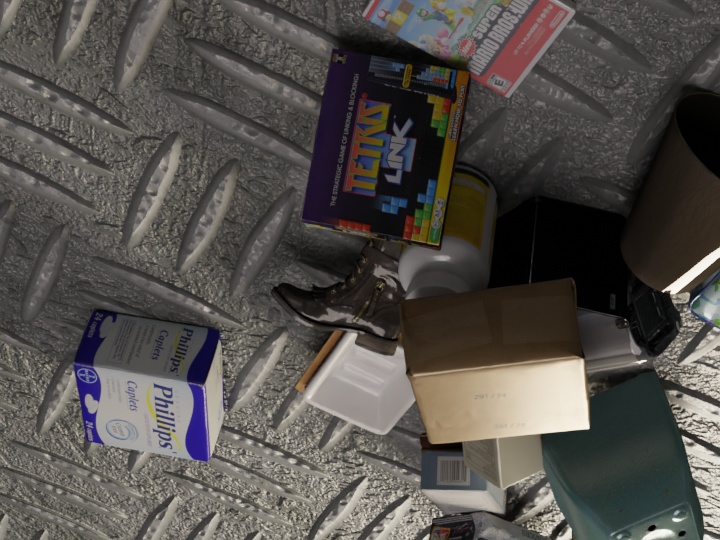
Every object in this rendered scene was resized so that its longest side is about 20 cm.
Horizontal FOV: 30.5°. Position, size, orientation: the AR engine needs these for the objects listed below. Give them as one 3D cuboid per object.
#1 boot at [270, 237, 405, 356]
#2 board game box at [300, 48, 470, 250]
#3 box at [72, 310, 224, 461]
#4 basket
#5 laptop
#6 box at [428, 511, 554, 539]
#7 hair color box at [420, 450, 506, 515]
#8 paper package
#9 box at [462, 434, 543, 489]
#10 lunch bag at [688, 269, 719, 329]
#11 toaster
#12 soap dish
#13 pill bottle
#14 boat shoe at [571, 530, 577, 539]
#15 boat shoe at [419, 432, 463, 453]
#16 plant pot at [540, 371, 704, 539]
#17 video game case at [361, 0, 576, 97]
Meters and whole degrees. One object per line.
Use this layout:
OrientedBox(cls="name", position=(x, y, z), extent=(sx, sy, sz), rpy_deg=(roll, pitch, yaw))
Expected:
OrientedBox(cls="boot", position=(0.000, 0.000, 1.707), extent=(0.197, 0.069, 0.176), rpy_deg=(21, 101, -5))
OrientedBox(cls="board game box", position=(0.030, -0.138, 1.507), extent=(0.162, 0.204, 0.057), rpy_deg=(10, 175, 5))
OrientedBox(cls="box", position=(-0.307, 0.172, 1.949), extent=(0.196, 0.106, 0.186), rpy_deg=(8, 136, 5))
OrientedBox(cls="basket", position=(0.393, -0.075, 1.526), extent=(0.180, 0.136, 0.201), rpy_deg=(38, 141, 10))
OrientedBox(cls="laptop", position=(0.217, 0.008, 1.614), extent=(0.103, 0.179, 0.199), rpy_deg=(40, 129, -24))
OrientedBox(cls="box", position=(0.215, 0.463, 2.053), extent=(0.198, 0.116, 0.131), rpy_deg=(25, 153, -30))
OrientedBox(cls="hair color box", position=(0.155, 0.316, 1.955), extent=(0.097, 0.062, 0.200), rpy_deg=(-1, 159, 14))
OrientedBox(cls="paper package", position=(0.156, 0.108, 1.504), extent=(0.197, 0.105, 0.192), rpy_deg=(-8, 147, 7))
OrientedBox(cls="box", position=(0.186, 0.180, 1.787), extent=(0.077, 0.095, 0.203), rpy_deg=(-18, 115, -27))
OrientedBox(cls="lunch bag", position=(0.506, 0.002, 1.608), extent=(0.159, 0.083, 0.201), rpy_deg=(24, 134, -9))
OrientedBox(cls="toaster", position=(0.309, 0.063, 1.644), extent=(0.128, 0.199, 0.115), rpy_deg=(-17, 96, 32))
OrientedBox(cls="soap dish", position=(0.017, 0.130, 1.848), extent=(0.156, 0.082, 0.201), rpy_deg=(25, 134, -11))
OrientedBox(cls="pill bottle", position=(0.104, -0.025, 1.592), extent=(0.110, 0.202, 0.113), rpy_deg=(7, 135, 7))
OrientedBox(cls="boat shoe", position=(0.422, 0.441, 2.061), extent=(0.197, 0.075, 0.074), rpy_deg=(13, 135, 2))
OrientedBox(cls="boat shoe", position=(0.176, 0.229, 1.923), extent=(0.197, 0.070, 0.072), rpy_deg=(-10, 91, 24))
OrientedBox(cls="plant pot", position=(0.370, 0.302, 1.807), extent=(0.193, 0.201, 0.198), rpy_deg=(-23, 129, 2))
OrientedBox(cls="video game case", position=(0.119, -0.288, 1.462), extent=(0.198, 0.018, 0.143), rpy_deg=(27, 134, -13))
